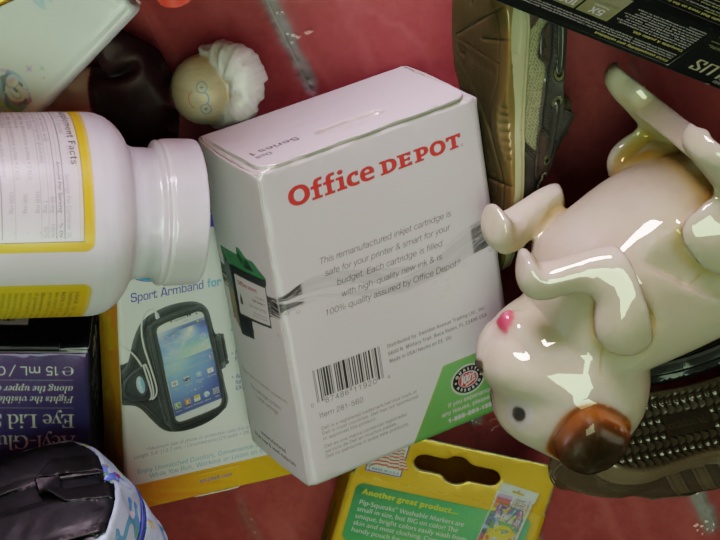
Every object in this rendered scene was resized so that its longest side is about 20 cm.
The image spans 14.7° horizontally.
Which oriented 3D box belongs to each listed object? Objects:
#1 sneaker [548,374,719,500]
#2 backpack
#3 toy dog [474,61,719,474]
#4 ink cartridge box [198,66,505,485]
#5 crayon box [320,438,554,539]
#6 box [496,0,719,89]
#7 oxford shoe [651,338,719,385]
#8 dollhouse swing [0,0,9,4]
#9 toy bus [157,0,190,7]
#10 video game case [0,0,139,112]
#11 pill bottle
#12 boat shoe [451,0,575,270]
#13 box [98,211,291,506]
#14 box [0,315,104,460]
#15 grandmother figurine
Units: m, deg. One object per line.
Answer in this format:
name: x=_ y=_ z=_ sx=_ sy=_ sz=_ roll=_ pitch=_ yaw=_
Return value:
sneaker: x=0.204 y=0.102 z=1.692 sx=0.199 sy=0.071 sz=0.076 roll=2 pitch=160 yaw=-28
backpack: x=-0.204 y=0.181 z=1.574 sx=0.200 sy=0.163 sz=0.154 roll=-40 pitch=119 yaw=9
toy dog: x=0.147 y=0.014 z=1.578 sx=0.200 sy=0.140 sz=0.194 roll=-50 pitch=131 yaw=5
ink cartridge box: x=0.000 y=0.000 z=1.607 sx=0.145 sy=0.084 sz=0.201 roll=-20 pitch=117 yaw=-24
crayon box: x=0.038 y=0.183 z=1.740 sx=0.125 sy=0.052 sz=0.201 roll=13 pitch=115 yaw=-7
box: x=0.190 y=-0.180 z=1.494 sx=0.199 sy=0.087 sz=0.164 roll=19 pitch=155 yaw=-18
oxford shoe: x=0.206 y=0.018 z=1.666 sx=0.199 sy=0.073 sz=0.085 roll=-21 pitch=87 yaw=14
dollhouse swing: x=-0.282 y=-0.205 z=1.455 sx=0.181 sy=0.176 sz=0.201 roll=-23 pitch=98 yaw=11
toy bus: x=-0.105 y=-0.243 z=1.487 sx=0.135 sy=0.200 sz=0.192 roll=18 pitch=151 yaw=26
video game case: x=-0.254 y=-0.141 z=1.564 sx=0.182 sy=0.024 sz=0.200 roll=45 pitch=102 yaw=-2
pill bottle: x=-0.187 y=-0.030 z=1.522 sx=0.199 sy=0.112 sz=0.113 roll=-1 pitch=116 yaw=-16
boat shoe: x=0.092 y=-0.090 z=1.602 sx=0.066 sy=0.072 sz=0.202 roll=-20 pitch=129 yaw=-24
box: x=-0.094 y=0.037 z=1.653 sx=0.118 sy=0.041 sz=0.201 roll=-11 pitch=115 yaw=-23
box: x=-0.227 y=0.111 z=1.672 sx=0.147 sy=0.104 sz=0.201 roll=-1 pitch=115 yaw=-1
grandmother figurine: x=-0.149 y=-0.090 z=1.606 sx=0.199 sy=0.061 sz=0.122 roll=-11 pitch=124 yaw=7
